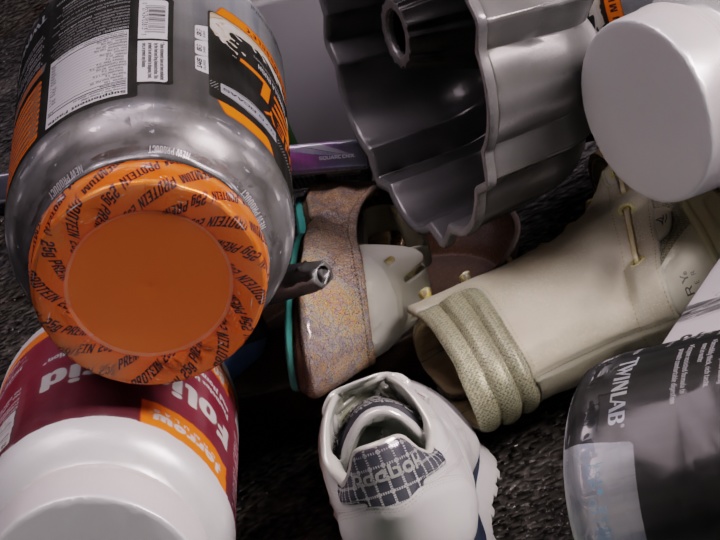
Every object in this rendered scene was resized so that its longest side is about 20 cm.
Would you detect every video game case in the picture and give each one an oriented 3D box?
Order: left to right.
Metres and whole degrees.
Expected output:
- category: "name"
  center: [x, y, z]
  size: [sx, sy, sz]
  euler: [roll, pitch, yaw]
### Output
- category: "video game case"
  center: [-0.093, -0.047, 1.467]
  size: [0.199, 0.019, 0.143]
  euler: [-5, -1, 0]

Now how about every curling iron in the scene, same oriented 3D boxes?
- category: "curling iron"
  center: [-0.078, 0.006, 1.321]
  size: [0.200, 0.026, 0.050]
  euler: [-5, 63, 55]

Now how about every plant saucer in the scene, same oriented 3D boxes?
- category: "plant saucer"
  center: [-0.007, 0.024, 1.434]
  size: [0.200, 0.035, 0.200]
  euler: [-21, 19, 7]

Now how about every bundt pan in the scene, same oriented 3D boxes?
- category: "bundt pan"
  center: [0.049, -0.118, 1.313]
  size: [0.076, 0.202, 0.202]
  euler: [-16, 16, -19]

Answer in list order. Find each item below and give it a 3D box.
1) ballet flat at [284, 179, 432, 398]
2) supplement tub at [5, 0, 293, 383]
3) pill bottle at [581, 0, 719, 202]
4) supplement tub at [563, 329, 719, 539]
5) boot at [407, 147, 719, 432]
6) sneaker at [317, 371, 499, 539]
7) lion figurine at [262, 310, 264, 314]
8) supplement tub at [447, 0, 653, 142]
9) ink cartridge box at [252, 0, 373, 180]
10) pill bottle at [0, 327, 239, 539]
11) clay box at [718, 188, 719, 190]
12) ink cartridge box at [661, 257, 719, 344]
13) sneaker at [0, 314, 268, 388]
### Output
- category: "ballet flat"
  center: [0.000, 0.000, 1.348]
  size: [0.067, 0.068, 0.200]
  euler: [-6, 24, 3]
- category: "supplement tub"
  center: [-0.091, -0.043, 1.238]
  size: [0.122, 0.123, 0.200]
  euler: [-21, 30, 8]
- category: "pill bottle"
  center: [0.198, -0.100, 1.264]
  size: [0.200, 0.113, 0.112]
  euler: [-23, 16, -33]
- category: "supplement tub"
  center: [0.180, 0.068, 0.968]
  size: [0.199, 0.123, 0.123]
  euler: [-14, 21, 23]
- category: "boot"
  center: [0.094, 0.003, 1.324]
  size: [0.154, 0.072, 0.200]
  euler: [-26, 20, -1]
- category: "sneaker"
  center: [0.014, 0.074, 1.210]
  size: [0.076, 0.081, 0.200]
  euler: [-25, 18, -1]
- category: "lion figurine"
  center: [-0.100, -0.011, 1.481]
  size: [0.122, 0.073, 0.200]
  euler: [-16, 14, -4]
- category: "supplement tub"
  center: [0.119, -0.128, 1.419]
  size: [0.200, 0.123, 0.123]
  euler: [-13, 21, 41]
- category: "ink cartridge box"
  center: [0.027, -0.139, 1.653]
  size: [0.084, 0.145, 0.200]
  euler: [-11, 23, 32]
- category: "pill bottle"
  center: [-0.110, 0.099, 1.232]
  size: [0.114, 0.114, 0.200]
  euler: [-21, 19, 6]
- category: "clay box"
  center: [0.203, -0.081, 1.447]
  size: [0.115, 0.048, 0.200]
  euler: [-27, 20, -9]
- category: "ink cartridge box"
  center: [0.183, 0.041, 1.118]
  size: [0.116, 0.067, 0.200]
  euler: [-10, 23, 32]
- category: "sneaker"
  center: [-0.127, 0.077, 1.373]
  size: [0.200, 0.079, 0.066]
  euler: [-21, 3, 16]
